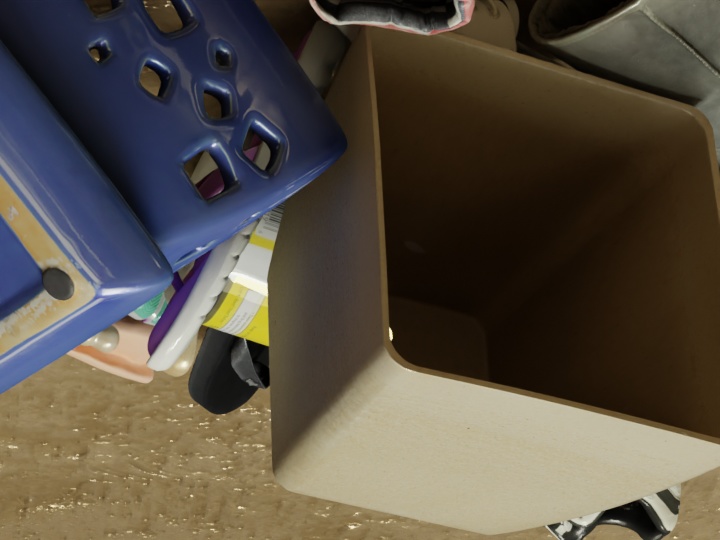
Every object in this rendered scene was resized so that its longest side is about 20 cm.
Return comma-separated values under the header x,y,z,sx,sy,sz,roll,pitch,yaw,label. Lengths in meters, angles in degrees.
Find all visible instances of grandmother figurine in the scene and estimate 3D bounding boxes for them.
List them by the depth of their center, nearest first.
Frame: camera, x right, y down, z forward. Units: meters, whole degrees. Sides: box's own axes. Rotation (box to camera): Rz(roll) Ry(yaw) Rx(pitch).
x,y,z,sx,sy,sz,roll,pitch,yaw,label
-0.186,0.025,1.508,0.200,0.061,0.121,13,179,-44,grandmother figurine

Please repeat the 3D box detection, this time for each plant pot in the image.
x,y,z,sx,sy,sz,roll,pitch,yaw,label
-0.161,-0.058,1.178,0.200,0.180,0.200,-30,102,39,plant pot
0.054,0.024,1.273,0.200,0.200,0.177,14,143,-24,plant pot

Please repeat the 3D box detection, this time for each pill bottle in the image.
x,y,z,sx,sy,sz,roll,pitch,yaw,label
0.000,0.000,1.433,0.200,0.112,0.112,19,147,-15,pill bottle

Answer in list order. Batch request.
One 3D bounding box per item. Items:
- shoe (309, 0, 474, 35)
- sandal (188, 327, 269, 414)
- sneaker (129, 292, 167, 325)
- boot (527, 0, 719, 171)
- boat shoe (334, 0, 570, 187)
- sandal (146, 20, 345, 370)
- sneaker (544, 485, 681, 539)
x,y,z,sx,sy,sz,roll,pitch,yaw,label
-0.023,-0.175,1.151,0.200,0.091,0.071,22,143,-39,shoe
-0.062,0.037,1.563,0.043,0.076,0.200,36,153,11,sandal
-0.161,-0.025,1.478,0.087,0.074,0.200,14,170,37,sneaker
0.209,-0.121,1.316,0.182,0.073,0.200,-36,126,15,boot
0.052,-0.115,1.306,0.200,0.072,0.066,35,103,-29,boat shoe
-0.070,-0.042,1.320,0.050,0.203,0.082,28,164,-2,sandal
0.131,0.145,1.789,0.200,0.088,0.076,4,153,-11,sneaker
